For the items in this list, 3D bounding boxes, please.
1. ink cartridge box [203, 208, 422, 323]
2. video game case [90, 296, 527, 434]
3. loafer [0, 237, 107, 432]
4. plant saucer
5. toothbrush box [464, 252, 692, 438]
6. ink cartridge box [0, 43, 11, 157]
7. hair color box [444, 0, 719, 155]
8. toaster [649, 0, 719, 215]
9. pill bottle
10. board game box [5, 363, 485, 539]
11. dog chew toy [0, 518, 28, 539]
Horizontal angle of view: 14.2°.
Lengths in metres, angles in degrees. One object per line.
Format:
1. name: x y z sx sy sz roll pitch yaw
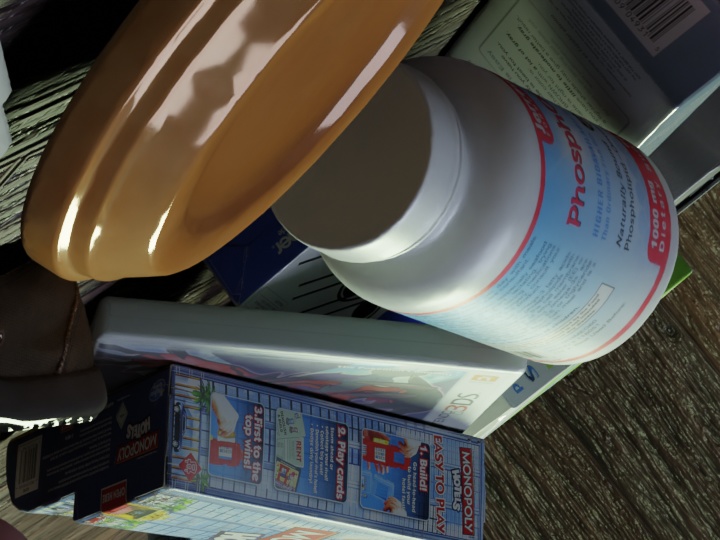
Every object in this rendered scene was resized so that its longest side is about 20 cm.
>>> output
1. ink cartridge box: 0.000 0.000 1.406 0.094 0.044 0.200 -40 156 5
2. video game case: -0.036 0.053 1.392 0.199 0.023 0.182 5 164 -9
3. loafer: -0.149 0.017 0.871 0.073 0.071 0.200 -6 177 23
4. plant saucer: -0.024 -0.069 0.887 0.200 0.037 0.200 -47 170 -10
5. toothbrush box: 0.087 0.004 1.786 0.200 0.146 0.086 -33 173 -41
6. ink cartridge box: -0.127 -0.035 0.508 0.116 0.068 0.200 -38 174 -10
7. hair color box: 0.096 -0.086 1.370 0.061 0.099 0.200 -37 174 -29
8. toaster: 0.186 -0.116 1.620 0.181 0.119 0.200 -39 174 -3
9. pill bottle: 0.047 -0.028 1.231 0.109 0.109 0.200 -40 151 19
10. board game box: -0.049 0.108 1.437 0.199 0.062 0.200 11 162 -27
11. dog chew toy: -0.235 0.187 1.357 0.200 0.125 0.125 -22 164 -43
